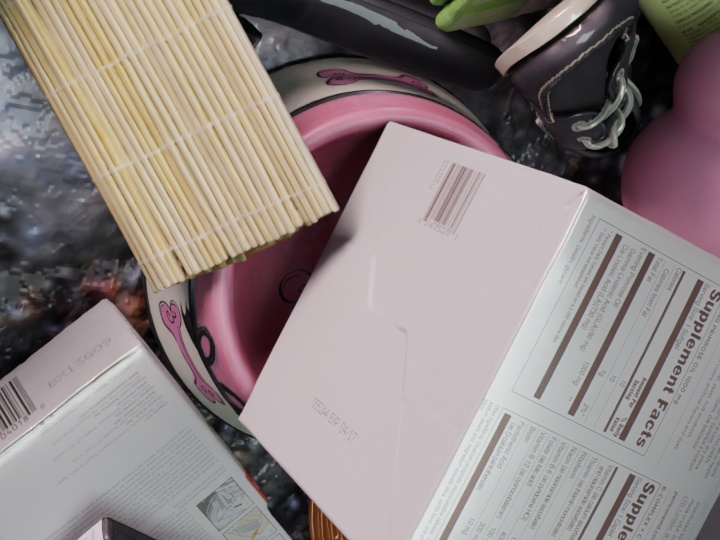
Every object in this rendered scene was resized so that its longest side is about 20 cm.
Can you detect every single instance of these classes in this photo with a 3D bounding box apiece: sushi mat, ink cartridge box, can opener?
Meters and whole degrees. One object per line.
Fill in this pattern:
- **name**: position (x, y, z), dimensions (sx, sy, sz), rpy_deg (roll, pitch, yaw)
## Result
- **sushi mat**: position (-0.095, -0.091, 0.699), dimensions (0.096, 0.012, 0.200), rpy_deg (-25, 101, 15)
- **ink cartridge box**: position (-0.111, 0.119, 0.820), dimensions (0.109, 0.050, 0.200), rpy_deg (-38, 132, -6)
- **can opener**: position (-0.025, -0.124, 0.750), dimensions (0.200, 0.063, 0.079), rpy_deg (10, 128, -25)

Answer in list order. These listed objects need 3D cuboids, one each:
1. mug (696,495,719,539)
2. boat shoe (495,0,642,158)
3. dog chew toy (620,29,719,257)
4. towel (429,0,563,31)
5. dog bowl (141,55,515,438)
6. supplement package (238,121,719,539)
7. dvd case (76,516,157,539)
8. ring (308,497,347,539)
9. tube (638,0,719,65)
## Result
- **mug**: position (0.234, 0.103, 0.919), dimensions (0.186, 0.153, 0.150), rpy_deg (-35, 122, -9)
- **boat shoe**: position (0.109, -0.089, 0.752), dimensions (0.073, 0.200, 0.063), rpy_deg (-37, 85, 5)
- **dog chew toy**: position (0.182, -0.029, 0.825), dimensions (0.124, 0.125, 0.200), rpy_deg (1, 113, -26)
- **towel**: position (0.140, -0.166, 0.721), dimensions (0.200, 0.149, 0.031), rpy_deg (-17, 79, -24)
- **dog bowl**: position (0.000, 0.000, 0.790), dimensions (0.200, 0.074, 0.201), rpy_deg (-5, 104, -19)
- **supplement package**: position (0.055, 0.041, 0.670), dimensions (0.111, 0.200, 0.156), rpy_deg (27, 92, -23)
- **dvd case**: position (-0.137, 0.208, 0.826), dimensions (0.200, 0.018, 0.143), rpy_deg (-41, 128, 22)
- **ring**: position (0.062, 0.117, 0.901), dimensions (0.200, 0.019, 0.201), rpy_deg (-8, 106, -29)
- **tube**: position (0.159, -0.160, 0.834), dimensions (0.200, 0.052, 0.058), rpy_deg (50, 46, -27)
